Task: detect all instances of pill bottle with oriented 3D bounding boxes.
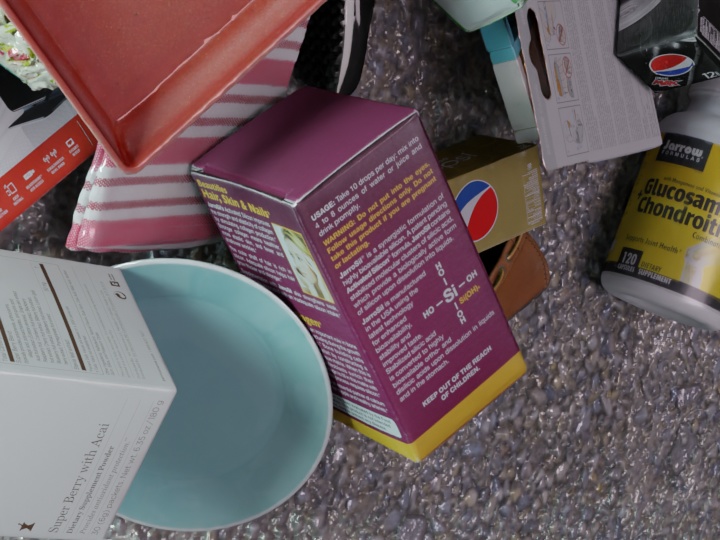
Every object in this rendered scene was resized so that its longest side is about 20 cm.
[{"bbox_3d":[0.281,-0.060,1.285,0.112,0.112,0.202,23,86,-40],"label":"pill bottle"}]

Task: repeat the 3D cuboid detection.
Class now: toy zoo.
[{"bbox_3d":[0.113,-0.181,1.123,0.131,0.020,0.201,-63,137,-57],"label":"toy zoo"}]

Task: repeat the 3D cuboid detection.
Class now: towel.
[{"bbox_3d":[-0.103,-0.106,0.965,0.146,0.030,0.202,-7,121,-54],"label":"towel"}]

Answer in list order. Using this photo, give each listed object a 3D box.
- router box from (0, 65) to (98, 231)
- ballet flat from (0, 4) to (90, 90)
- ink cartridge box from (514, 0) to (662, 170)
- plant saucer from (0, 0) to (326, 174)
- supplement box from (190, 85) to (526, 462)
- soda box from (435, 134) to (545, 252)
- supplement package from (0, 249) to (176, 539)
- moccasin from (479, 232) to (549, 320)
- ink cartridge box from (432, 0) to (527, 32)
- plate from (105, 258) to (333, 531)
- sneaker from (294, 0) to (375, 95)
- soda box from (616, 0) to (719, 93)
[{"bbox_3d":[-0.217,-0.136,0.906,0.200,0.049,0.180,-44,125,-22],"label":"router box"},{"bbox_3d":[-0.161,-0.200,0.857,0.064,0.075,0.202,16,88,-32],"label":"ballet flat"},{"bbox_3d":[0.147,-0.157,1.132,0.199,0.057,0.164,-16,95,-51],"label":"ink cartridge box"},{"bbox_3d":[-0.110,-0.188,0.830,0.200,0.037,0.200,-44,129,-14],"label":"plant saucer"},{"bbox_3d":[0.000,0.000,0.979,0.103,0.131,0.201,-37,121,-21],"label":"supplement box"},{"bbox_3d":[0.040,-0.038,1.125,0.199,0.067,0.065,-22,114,-33],"label":"soda box"},{"bbox_3d":[-0.227,0.065,0.870,0.199,0.120,0.122,10,121,-35],"label":"supplement package"},{"bbox_3d":[0.063,0.033,1.159,0.201,0.073,0.078,-40,117,-23],"label":"moccasin"},{"bbox_3d":[0.088,-0.279,0.992,0.146,0.083,0.201,41,72,-13],"label":"ink cartridge box"},{"bbox_3d":[-0.115,0.078,0.995,0.198,0.026,0.202,1,116,2],"label":"plate"},{"bbox_3d":[0.005,-0.215,1.050,0.089,0.070,0.202,-8,104,-34],"label":"sneaker"},{"bbox_3d":[0.243,-0.242,1.188,0.063,0.070,0.202,33,56,-45],"label":"soda box"}]
